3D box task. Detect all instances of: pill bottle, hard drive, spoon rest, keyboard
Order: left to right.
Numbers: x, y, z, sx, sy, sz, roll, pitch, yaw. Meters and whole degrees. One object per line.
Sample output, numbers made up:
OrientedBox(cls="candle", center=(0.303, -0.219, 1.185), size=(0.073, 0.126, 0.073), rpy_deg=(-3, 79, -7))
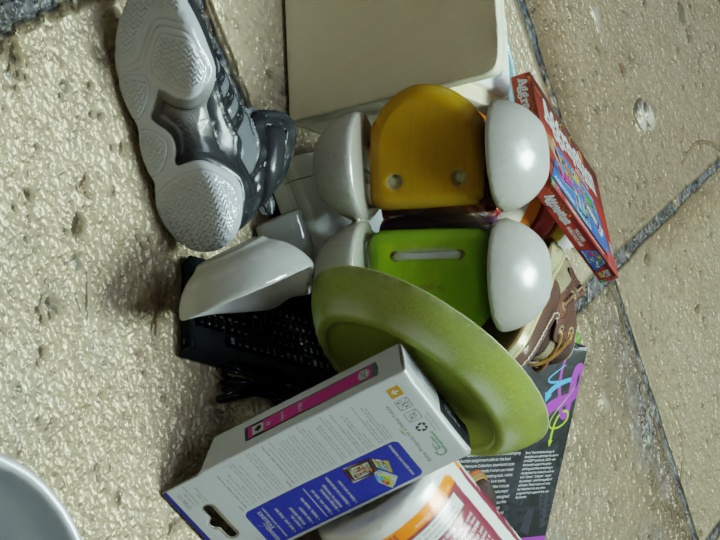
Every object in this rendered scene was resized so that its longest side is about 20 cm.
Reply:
OrientedBox(cls="spoon rest", center=(-0.069, 0.003, 1.355), size=(0.061, 0.099, 0.200), rpy_deg=(65, 16, -6))
OrientedBox(cls="keyboard", center=(-0.059, 0.054, 1.424), size=(0.200, 0.040, 0.105), rpy_deg=(17, 66, -52))
OrientedBox(cls="hard drive", center=(0.000, 0.000, 1.508), size=(0.132, 0.027, 0.201), rpy_deg=(-18, 87, -58))
OrientedBox(cls="pill bottle", center=(0.068, 0.227, 1.401), size=(0.200, 0.114, 0.114), rpy_deg=(52, 41, -20))

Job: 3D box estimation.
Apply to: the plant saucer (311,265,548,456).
OrientedBox(cls="plant saucer", center=(0.041, 0.073, 1.353), size=(0.031, 0.200, 0.200), rpy_deg=(-54, 127, -24))

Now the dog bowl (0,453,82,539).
OrientedBox(cls="dog bowl", center=(-0.244, 0.205, 1.075), size=(0.200, 0.079, 0.201), rpy_deg=(21, 64, -51))

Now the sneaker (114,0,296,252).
OrientedBox(cls="sneaker", center=(-0.109, -0.121, 1.372), size=(0.114, 0.075, 0.201), rpy_deg=(-29, 111, -56))

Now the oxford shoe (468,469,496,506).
OrientedBox(cls="oxford shoe", center=(0.101, 0.251, 1.506), size=(0.071, 0.072, 0.201), rpy_deg=(-31, 129, -41))

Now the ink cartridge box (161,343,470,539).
OrientedBox(cls="ink cartridge box", center=(-0.032, 0.132, 1.324), size=(0.095, 0.200, 0.037), rpy_deg=(52, 16, -34))

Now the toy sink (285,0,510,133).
OrientedBox(cls="toy sink", center=(0.051, -0.188, 1.509), size=(0.112, 0.199, 0.131), rpy_deg=(13, 70, -53))

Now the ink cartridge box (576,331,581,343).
OrientedBox(cls="ink cartridge box", center=(0.103, 0.017, 1.640), size=(0.148, 0.076, 0.201), rpy_deg=(-48, 122, -50))

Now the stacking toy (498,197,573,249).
OrientedBox(cls="stacking toy", center=(0.135, -0.055, 1.610), size=(0.200, 0.146, 0.147), rpy_deg=(20, 65, -47))

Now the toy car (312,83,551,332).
OrientedBox(cls="toy car", center=(0.061, -0.037, 1.439), size=(0.150, 0.174, 0.201), rpy_deg=(12, 76, -75))

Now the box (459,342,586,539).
OrientedBox(cls="box", center=(0.110, 0.154, 1.559), size=(0.143, 0.036, 0.201), rpy_deg=(3, 105, -43))

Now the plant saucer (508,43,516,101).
OrientedBox(cls="plant saucer", center=(0.076, -0.172, 1.686), size=(0.201, 0.039, 0.202), rpy_deg=(21, 63, -51))

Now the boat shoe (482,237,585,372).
OrientedBox(cls="boat shoe", center=(0.144, 0.042, 1.497), size=(0.072, 0.072, 0.200), rpy_deg=(47, 23, -7))

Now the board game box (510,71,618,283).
OrientedBox(cls="board game box", center=(0.168, -0.072, 1.540), size=(0.200, 0.019, 0.103), rpy_deg=(44, 32, -59))
